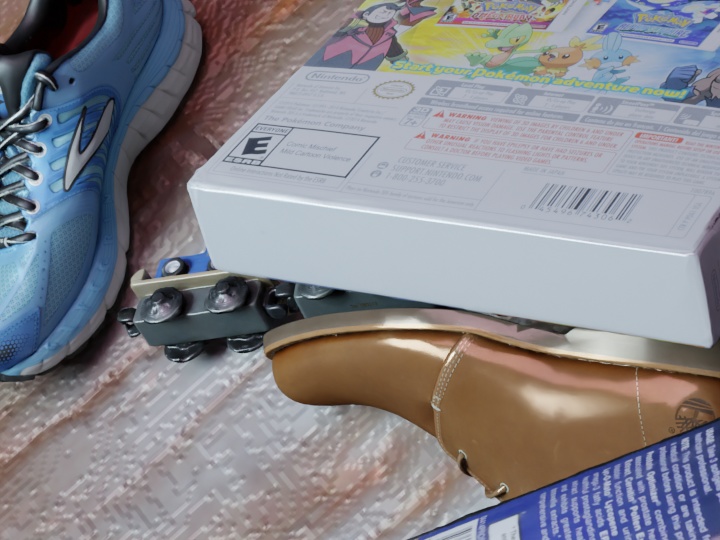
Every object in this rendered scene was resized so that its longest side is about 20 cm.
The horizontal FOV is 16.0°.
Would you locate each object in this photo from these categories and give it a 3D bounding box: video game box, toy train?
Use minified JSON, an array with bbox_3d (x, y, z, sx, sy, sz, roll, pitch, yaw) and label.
[{"bbox_3d":[0.069,-0.054,0.908,0.200,0.047,0.182,9,43,32],"label":"video game box"},{"bbox_3d":[0.000,0.000,0.959,0.200,0.034,0.046,-9,46,22],"label":"toy train"}]

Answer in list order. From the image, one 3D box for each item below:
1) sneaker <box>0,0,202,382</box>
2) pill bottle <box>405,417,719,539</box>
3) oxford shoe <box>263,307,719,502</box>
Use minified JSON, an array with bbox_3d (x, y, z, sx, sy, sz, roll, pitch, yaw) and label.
[{"bbox_3d":[-0.135,-0.049,1.025,0.078,0.090,0.200,2,62,29],"label":"sneaker"},{"bbox_3d":[0.105,0.106,0.786,0.200,0.112,0.112,-23,52,14],"label":"pill bottle"},{"bbox_3d":[0.046,0.050,0.886,0.200,0.071,0.071,5,86,35],"label":"oxford shoe"}]
